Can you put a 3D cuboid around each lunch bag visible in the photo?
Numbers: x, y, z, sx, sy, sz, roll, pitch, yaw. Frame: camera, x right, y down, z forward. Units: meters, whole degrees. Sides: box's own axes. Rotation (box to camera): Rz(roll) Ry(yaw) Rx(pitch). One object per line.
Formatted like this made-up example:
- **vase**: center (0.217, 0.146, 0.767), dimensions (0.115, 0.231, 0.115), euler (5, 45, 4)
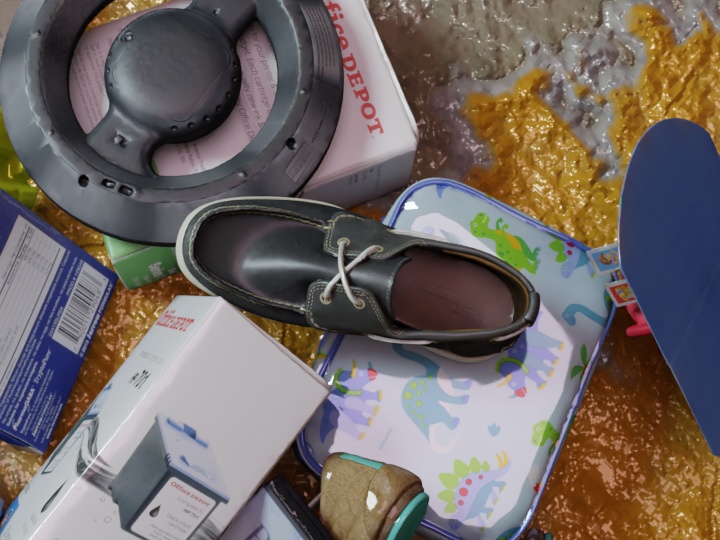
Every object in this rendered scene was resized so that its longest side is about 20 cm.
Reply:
- **lunch bag**: center (0.054, 0.056, 0.757), dimensions (0.159, 0.083, 0.202), euler (24, 77, 2)

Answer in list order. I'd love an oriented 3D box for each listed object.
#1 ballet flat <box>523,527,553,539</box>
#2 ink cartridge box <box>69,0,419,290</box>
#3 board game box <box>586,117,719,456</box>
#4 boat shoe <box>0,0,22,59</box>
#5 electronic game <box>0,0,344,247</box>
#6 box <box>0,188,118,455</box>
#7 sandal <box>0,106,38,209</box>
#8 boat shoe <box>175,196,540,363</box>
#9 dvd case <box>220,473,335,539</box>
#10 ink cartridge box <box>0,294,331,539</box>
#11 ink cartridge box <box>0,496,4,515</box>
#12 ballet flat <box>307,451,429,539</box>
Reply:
- **ballet flat**: center (0.093, 0.254, 0.724), dimensions (0.071, 0.072, 0.203), euler (-6, 76, -4)
- **ink cartridge box**: center (-0.080, -0.095, 0.783), dimensions (0.198, 0.084, 0.148), euler (-20, 77, -7)
- **board game box**: center (0.194, 0.010, 0.757), dimensions (0.201, 0.039, 0.158), euler (60, 44, -20)
- **boat shoe**: center (-0.248, -0.164, 0.804), dimensions (0.068, 0.072, 0.201), euler (29, 74, 25)
- **electronic game**: center (-0.108, -0.111, 0.721), dimensions (0.197, 0.042, 0.203), euler (1, 75, -3)
- **box**: center (-0.227, 0.010, 0.700), dimensions (0.032, 0.200, 0.122), euler (6, 66, 33)
- **sandal**: center (-0.249, 0.002, 0.769), dimensions (0.086, 0.079, 0.203), euler (3, 82, 34)
- **boat shoe**: center (0.000, 0.000, 0.675), dimensions (0.197, 0.068, 0.073), euler (15, 81, -11)
- **dvd case**: center (-0.061, 0.224, 0.687), dimensions (0.143, 0.018, 0.200), euler (50, 118, 9)
- **ink cartridge box**: center (-0.121, 0.116, 0.695), dimensions (0.086, 0.146, 0.201), euler (39, 78, -13)
- **ink cartridge box**: center (-0.294, 0.190, 0.680), dimensions (0.200, 0.116, 0.067), euler (-43, 103, -1)
- **ballet flat**: center (-0.023, 0.185, 0.705), dimensions (0.072, 0.068, 0.202), euler (29, 119, 23)
